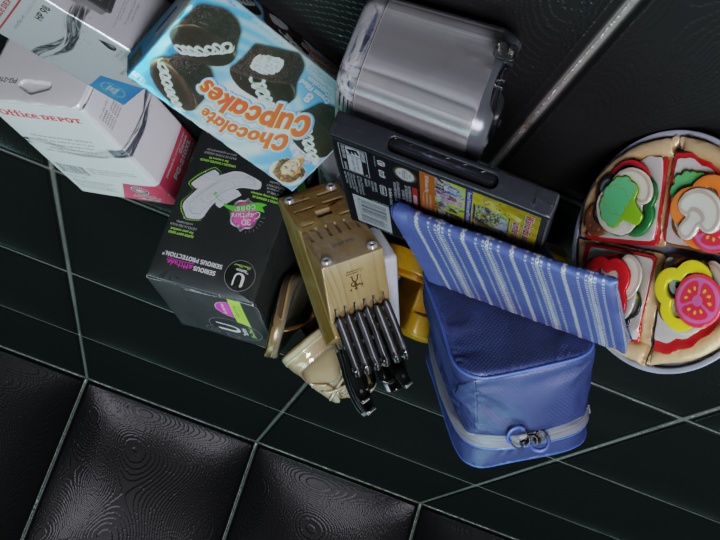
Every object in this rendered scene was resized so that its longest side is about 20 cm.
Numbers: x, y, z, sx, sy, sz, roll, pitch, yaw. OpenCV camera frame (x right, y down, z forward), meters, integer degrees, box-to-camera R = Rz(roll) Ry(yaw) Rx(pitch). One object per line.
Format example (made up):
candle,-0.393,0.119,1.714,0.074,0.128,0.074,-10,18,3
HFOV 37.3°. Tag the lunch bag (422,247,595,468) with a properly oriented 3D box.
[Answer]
lunch bag,0.136,0.086,0.987,0.133,0.202,0.134,-9,129,-4

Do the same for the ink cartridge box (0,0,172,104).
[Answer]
ink cartridge box,-0.271,-0.241,0.968,0.198,0.068,0.115,29,158,-25

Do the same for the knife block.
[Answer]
knife block,-0.013,0.034,1.048,0.063,0.201,0.178,-17,127,-13

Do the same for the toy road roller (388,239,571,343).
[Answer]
toy road roller,0.112,0.015,1.132,0.197,0.148,0.123,22,180,-15

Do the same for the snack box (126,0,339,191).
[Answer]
snack box,-0.096,-0.167,0.956,0.199,0.037,0.116,33,117,-34

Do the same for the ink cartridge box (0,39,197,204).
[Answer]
ink cartridge box,-0.291,-0.162,1.165,0.142,0.086,0.200,9,159,25

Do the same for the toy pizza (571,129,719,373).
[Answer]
toy pizza,0.250,-0.017,0.888,0.031,0.205,0.198,5,173,-39

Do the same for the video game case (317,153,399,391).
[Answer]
video game case,0.000,0.000,1.143,0.023,0.183,0.202,-17,137,-13

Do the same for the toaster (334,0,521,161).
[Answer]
toaster,0.052,-0.140,0.869,0.127,0.116,0.200,19,164,6

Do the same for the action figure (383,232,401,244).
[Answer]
action figure,0.066,-0.028,1.209,0.198,0.066,0.052,28,172,-13

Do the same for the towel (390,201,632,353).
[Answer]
towel,0.126,0.003,0.877,0.197,0.024,0.145,21,164,26

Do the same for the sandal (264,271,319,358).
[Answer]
sandal,-0.054,0.041,1.152,0.053,0.082,0.200,15,-166,13

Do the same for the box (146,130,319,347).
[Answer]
box,-0.125,-0.042,1.155,0.122,0.203,0.149,14,160,12

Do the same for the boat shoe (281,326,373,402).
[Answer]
boat shoe,-0.025,0.103,1.141,0.065,0.072,0.200,55,-175,16

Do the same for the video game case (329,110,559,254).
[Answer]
video game case,0.068,-0.052,0.878,0.178,0.026,0.200,22,167,10
